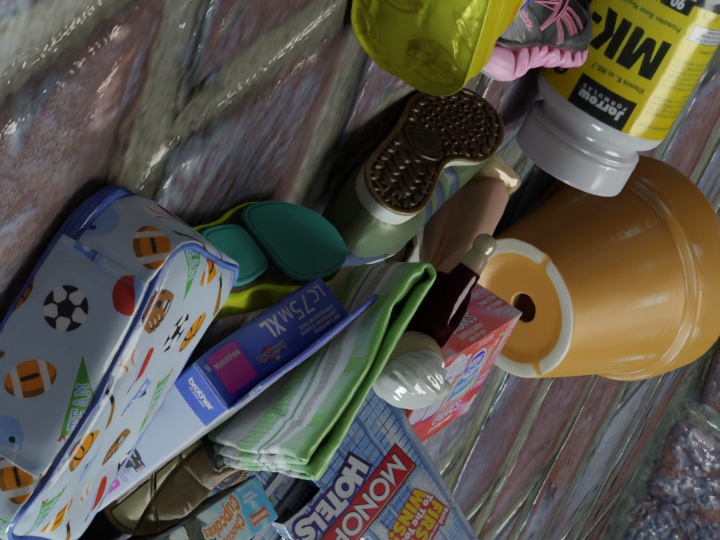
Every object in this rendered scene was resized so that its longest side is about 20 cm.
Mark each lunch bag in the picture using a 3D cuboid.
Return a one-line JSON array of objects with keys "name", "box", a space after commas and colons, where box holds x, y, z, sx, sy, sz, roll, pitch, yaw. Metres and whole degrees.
[{"name": "lunch bag", "box": [-0.148, 0.058, 1.361, 0.200, 0.076, 0.160, -57, 169, -1]}]

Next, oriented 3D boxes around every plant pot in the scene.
[{"name": "plant pot", "box": [0.194, 0.013, 2.246, 0.183, 0.200, 0.200, -18, 143, -44]}]

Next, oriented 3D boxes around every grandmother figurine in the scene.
[{"name": "grandmother figurine", "box": [0.055, 0.016, 1.770, 0.121, 0.061, 0.200, 111, 1, -53]}]

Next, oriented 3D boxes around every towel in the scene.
[{"name": "towel", "box": [-0.027, 0.056, 1.558, 0.149, 0.031, 0.200, -61, -166, -10]}]

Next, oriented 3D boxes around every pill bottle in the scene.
[{"name": "pill bottle", "box": [0.209, -0.166, 1.998, 0.200, 0.114, 0.114, -62, 165, 21]}]

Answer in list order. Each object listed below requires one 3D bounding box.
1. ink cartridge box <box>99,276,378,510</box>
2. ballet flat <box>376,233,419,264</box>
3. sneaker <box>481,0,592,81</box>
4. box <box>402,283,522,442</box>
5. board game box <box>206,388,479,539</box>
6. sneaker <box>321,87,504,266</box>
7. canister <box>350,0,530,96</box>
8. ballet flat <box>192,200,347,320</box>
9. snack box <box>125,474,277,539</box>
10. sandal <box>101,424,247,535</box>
[{"name": "ink cartridge box", "box": [-0.084, 0.069, 1.513, 0.119, 0.042, 0.200, -35, 180, -43]}, {"name": "ballet flat", "box": [0.000, 0.000, 1.789, 0.069, 0.069, 0.200, -60, 170, 15]}, {"name": "sneaker", "box": [0.117, -0.189, 1.740, 0.200, 0.079, 0.095, -28, 138, -66]}, {"name": "box", "box": [0.035, 0.067, 1.968, 0.103, 0.095, 0.200, -62, 166, 22]}, {"name": "board game box", "box": [-0.018, 0.173, 1.823, 0.200, 0.200, 0.062, -52, -157, -19]}, {"name": "sneaker", "box": [0.025, -0.059, 1.735, 0.090, 0.067, 0.200, -47, 178, 32]}, {"name": "canister", "box": [0.088, -0.219, 1.521, 0.200, 0.087, 0.149, -50, 165, -32]}, {"name": "ballet flat", "box": [-0.075, 0.000, 1.527, 0.067, 0.067, 0.200, -39, 171, 21]}, {"name": "snack box", "box": [-0.147, 0.198, 1.653, 0.116, 0.037, 0.200, -27, -179, 28]}, {"name": "sandal", "box": [-0.097, 0.107, 1.670, 0.200, 0.080, 0.054, -31, -162, -31]}]
